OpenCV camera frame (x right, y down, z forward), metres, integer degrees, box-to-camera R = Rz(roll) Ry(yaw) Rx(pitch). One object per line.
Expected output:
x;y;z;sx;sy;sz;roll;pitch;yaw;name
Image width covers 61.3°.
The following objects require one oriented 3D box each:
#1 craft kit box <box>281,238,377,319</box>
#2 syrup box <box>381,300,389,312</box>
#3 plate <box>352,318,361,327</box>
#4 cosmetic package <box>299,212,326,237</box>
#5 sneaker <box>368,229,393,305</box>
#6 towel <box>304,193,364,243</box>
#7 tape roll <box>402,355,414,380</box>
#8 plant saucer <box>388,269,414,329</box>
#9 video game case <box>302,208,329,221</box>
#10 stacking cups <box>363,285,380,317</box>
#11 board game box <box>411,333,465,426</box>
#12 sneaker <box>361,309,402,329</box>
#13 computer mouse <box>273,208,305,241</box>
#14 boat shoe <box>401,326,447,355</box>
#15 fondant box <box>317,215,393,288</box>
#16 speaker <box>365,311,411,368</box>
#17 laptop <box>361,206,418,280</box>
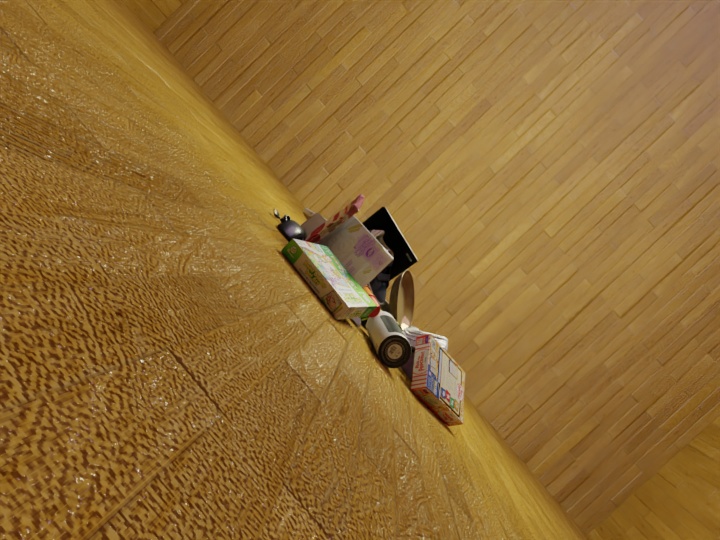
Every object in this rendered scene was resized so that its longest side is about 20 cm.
-0.066;0.022;1.365;0.199;0.048;0.200;52;13;14;craft kit box
0.032;0.103;1.785;0.079;0.082;0.200;44;1;34;syrup box
-0.073;0.035;1.547;0.200;0.032;0.200;48;2;-21;plate
-0.106;-0.076;1.788;0.105;0.071;0.200;48;-9;17;cosmetic package
0.048;-0.011;1.631;0.078;0.078;0.204;-2;79;-63;sneaker
-0.077;-0.124;1.586;0.023;0.198;0.144;51;16;-11;towel
0.182;0.278;1.740;0.201;0.085;0.200;49;3;-3;tape roll
0.119;0.099;1.789;0.035;0.204;0.200;2;-16;19;plant saucer
-0.097;-0.095;1.945;0.181;0.023;0.202;33;-22;52;video game case
-0.002;0.044;1.574;0.061;0.060;0.200;46;3;-41;stacking cups
0.203;0.281;1.550;0.200;0.046;0.154;47;40;-36;board game box
0.050;0.137;1.676;0.200;0.075;0.077;49;2;-38;sneaker
-0.195;-0.127;1.679;0.141;0.046;0.200;51;3;9;computer mouse
0.139;0.186;1.638;0.196;0.066;0.074;18;-33;1;boat shoe
-0.024;-0.044;1.563;0.058;0.144;0.200;46;2;-43;fondant box
0.064;0.163;1.464;0.081;0.081;0.200;47;3;-13;speaker
0.071;-0.067;1.727;0.179;0.102;0.200;59;0;4;laptop
